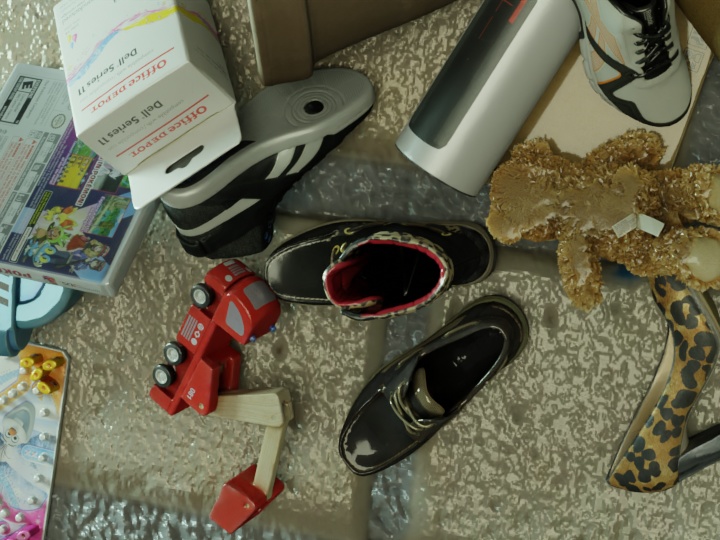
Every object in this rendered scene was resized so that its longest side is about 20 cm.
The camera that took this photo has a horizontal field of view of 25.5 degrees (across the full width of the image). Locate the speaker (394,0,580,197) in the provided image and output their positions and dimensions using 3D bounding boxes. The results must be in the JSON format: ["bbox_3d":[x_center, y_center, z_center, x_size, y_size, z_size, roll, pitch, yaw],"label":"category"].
[{"bbox_3d":[0.111,-0.161,1.235,0.081,0.081,0.201,35,104,8],"label":"speaker"}]

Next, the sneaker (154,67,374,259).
[{"bbox_3d":[-0.072,-0.083,1.324,0.199,0.112,0.073,-29,50,-13],"label":"sneaker"}]

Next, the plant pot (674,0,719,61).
[{"bbox_3d":[0.314,-0.206,1.157,0.200,0.186,0.187,38,104,14],"label":"plant pot"}]

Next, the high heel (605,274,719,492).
[{"bbox_3d":[0.224,0.075,1.264,0.142,0.071,0.201,-27,93,17],"label":"high heel"}]

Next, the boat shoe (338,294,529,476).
[{"bbox_3d":[0.052,0.095,1.307,0.075,0.073,0.200,45,105,5],"label":"boat shoe"}]

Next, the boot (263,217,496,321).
[{"bbox_3d":[0.000,0.000,1.268,0.198,0.151,0.074,-2,96,15],"label":"boot"}]

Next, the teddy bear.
[{"bbox_3d":[0.199,-0.041,1.227,0.198,0.067,0.146,-8,78,17],"label":"teddy bear"}]

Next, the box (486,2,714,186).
[{"bbox_3d":[0.185,-0.145,1.270,0.162,0.021,0.202,21,102,11],"label":"box"}]

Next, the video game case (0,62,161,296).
[{"bbox_3d":[-0.245,-0.080,1.317,0.181,0.023,0.201,11,58,18],"label":"video game case"}]

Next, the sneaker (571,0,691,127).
[{"bbox_3d":[0.199,-0.176,1.170,0.074,0.080,0.200,-38,127,-3],"label":"sneaker"}]

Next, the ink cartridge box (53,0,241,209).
[{"bbox_3d":[-0.173,-0.160,1.279,0.117,0.067,0.201,-31,50,16],"label":"ink cartridge box"}]

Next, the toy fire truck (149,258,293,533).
[{"bbox_3d":[-0.105,0.106,1.340,0.141,0.049,0.201,38,121,16],"label":"toy fire truck"}]

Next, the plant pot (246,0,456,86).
[{"bbox_3d":[-0.010,-0.257,1.237,0.173,0.200,0.202,-10,95,-3],"label":"plant pot"}]

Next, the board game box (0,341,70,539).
[{"bbox_3d":[-0.371,0.151,1.446,0.198,0.026,0.202,12,99,12],"label":"board game box"}]

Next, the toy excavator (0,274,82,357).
[{"bbox_3d":[-0.259,-0.020,1.372,0.198,0.100,0.196,5,96,0],"label":"toy excavator"}]
